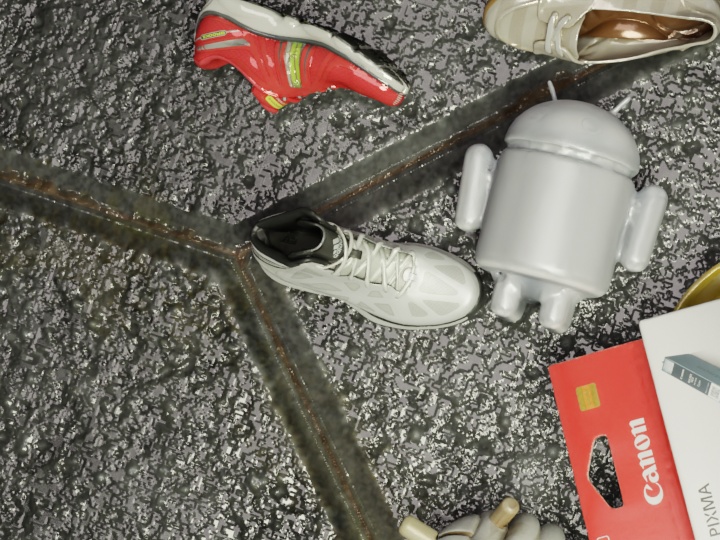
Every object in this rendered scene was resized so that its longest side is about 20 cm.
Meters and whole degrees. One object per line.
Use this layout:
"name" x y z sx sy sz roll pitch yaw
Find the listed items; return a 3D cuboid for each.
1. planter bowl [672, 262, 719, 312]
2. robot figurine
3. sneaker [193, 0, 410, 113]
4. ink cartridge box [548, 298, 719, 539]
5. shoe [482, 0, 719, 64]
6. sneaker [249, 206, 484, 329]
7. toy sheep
"planter bowl" 0.341 0.084 1.432 0.200 0.083 0.201 -3 80 17
"robot figurine" 0.160 -0.052 1.465 0.169 0.113 0.201 15 87 9
"sneaker" -0.052 -0.171 1.540 0.200 0.077 0.085 22 99 17
"ink cartridge box" 0.243 0.134 1.372 0.176 0.045 0.200 -17 67 13
"shoe" 0.200 -0.208 1.491 0.199 0.053 0.070 -1 129 7
"sneaker" 0.000 0.000 1.484 0.200 0.115 0.076 13 87 10
"toy sheep" 0.119 0.251 1.433 0.200 0.138 0.138 36 91 5
